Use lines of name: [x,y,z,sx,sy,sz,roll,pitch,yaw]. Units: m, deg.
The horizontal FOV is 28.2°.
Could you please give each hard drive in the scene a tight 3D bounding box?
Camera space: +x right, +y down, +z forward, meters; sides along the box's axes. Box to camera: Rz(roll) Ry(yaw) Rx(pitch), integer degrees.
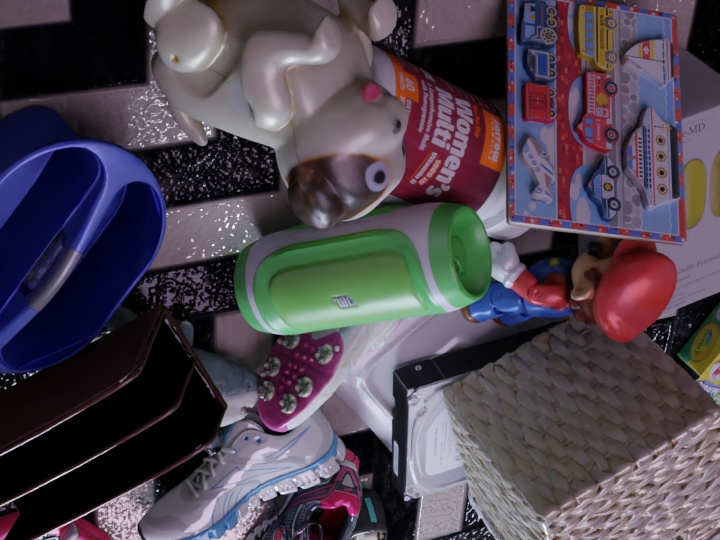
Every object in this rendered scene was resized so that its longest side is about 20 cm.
hard drive: [0.125,0.130,1.342,0.198,0.038,0.141,-15,128,-21]

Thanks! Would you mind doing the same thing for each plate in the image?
plate: [0.080,0.083,1.331,0.199,0.032,0.200,-40,132,1]

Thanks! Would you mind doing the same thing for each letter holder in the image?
letter holder: [-0.217,0.134,1.085,0.199,0.142,0.101,-28,105,10]

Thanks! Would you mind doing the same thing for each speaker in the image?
speaker: [0.000,0.000,1.129,0.198,0.089,0.089,-10,140,31]

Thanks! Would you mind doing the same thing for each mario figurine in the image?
mario figurine: [0.178,-0.001,1.202,0.123,0.199,0.107,-38,112,-39]

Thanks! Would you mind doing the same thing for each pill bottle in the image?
pill bottle: [0.056,-0.096,1.142,0.199,0.110,0.110,20,111,-36]

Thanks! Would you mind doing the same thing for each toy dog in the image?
toy dog: [-0.053,-0.121,0.992,0.194,0.200,0.139,-53,168,31]

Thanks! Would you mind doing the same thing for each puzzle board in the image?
puzzle board: [0.188,-0.125,1.138,0.149,0.202,0.017,6,162,-12]

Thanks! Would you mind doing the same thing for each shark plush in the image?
shark plush: [-0.166,0.065,1.190,0.200,0.091,0.083,45,75,-21]

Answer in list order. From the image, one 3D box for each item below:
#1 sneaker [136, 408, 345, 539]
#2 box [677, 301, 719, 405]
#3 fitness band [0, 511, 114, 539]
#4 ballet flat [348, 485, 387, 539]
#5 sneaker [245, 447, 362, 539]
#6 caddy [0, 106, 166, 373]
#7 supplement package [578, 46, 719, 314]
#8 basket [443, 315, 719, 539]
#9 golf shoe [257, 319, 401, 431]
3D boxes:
sneaker: [-0.115,0.171,1.271,0.199,0.075,0.087,-29,121,-14]
box: [0.417,0.061,1.487,0.117,0.048,0.201,27,104,-39]
fitness band: [-0.277,0.291,1.280,0.143,0.037,0.200,-40,130,2]
ballet flat: [-0.006,0.306,1.414,0.067,0.069,0.202,-11,126,-19]
sneaker: [-0.060,0.259,1.339,0.080,0.075,0.201,16,116,-18]
caddy: [-0.232,-0.017,1.043,0.141,0.105,0.200,29,105,-37]
supplement package: [0.263,-0.076,1.266,0.113,0.110,0.201,-21,129,-15]
basket: [0.203,0.169,1.256,0.197,0.200,0.162,-29,130,-9]
golf shoe: [-0.011,0.057,1.228,0.091,0.075,0.201,29,96,-49]
